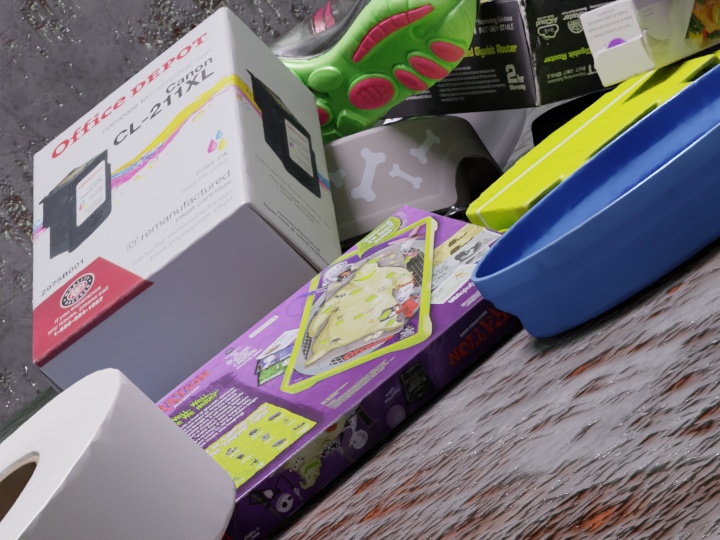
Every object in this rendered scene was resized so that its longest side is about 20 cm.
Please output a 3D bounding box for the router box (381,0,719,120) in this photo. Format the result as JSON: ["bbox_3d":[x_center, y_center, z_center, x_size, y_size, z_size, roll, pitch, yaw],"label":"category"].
[{"bbox_3d":[0.111,-0.133,1.599,0.149,0.063,0.200,-14,6,-25],"label":"router box"}]

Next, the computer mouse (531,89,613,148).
[{"bbox_3d":[0.156,-0.095,1.628,0.058,0.034,0.200,-12,11,34],"label":"computer mouse"}]

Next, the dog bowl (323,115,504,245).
[{"bbox_3d":[-0.009,-0.028,1.599,0.199,0.059,0.200,-21,-10,-4],"label":"dog bowl"}]

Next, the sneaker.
[{"bbox_3d":[0.000,-0.123,1.555,0.199,0.077,0.084,-19,27,43],"label":"sneaker"}]

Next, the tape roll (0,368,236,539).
[{"bbox_3d":[-0.144,0.136,1.148,0.202,0.071,0.203,-44,12,12],"label":"tape roll"}]

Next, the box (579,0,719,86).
[{"bbox_3d":[0.194,-0.142,1.434,0.199,0.039,0.041,-24,7,-41],"label":"box"}]

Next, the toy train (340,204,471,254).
[{"bbox_3d":[0.000,0.000,1.499,0.199,0.034,0.046,-17,-6,-2],"label":"toy train"}]

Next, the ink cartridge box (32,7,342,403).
[{"bbox_3d":[-0.094,-0.024,1.451,0.145,0.083,0.200,-37,31,17],"label":"ink cartridge box"}]

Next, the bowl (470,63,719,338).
[{"bbox_3d":[0.136,-0.042,1.183,0.200,0.039,0.201,-37,5,3],"label":"bowl"}]

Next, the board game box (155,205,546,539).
[{"bbox_3d":[-0.015,0.045,1.279,0.200,0.032,0.120,-39,32,-21],"label":"board game box"}]

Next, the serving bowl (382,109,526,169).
[{"bbox_3d":[0.059,-0.084,1.837,0.201,0.066,0.200,-57,8,12],"label":"serving bowl"}]

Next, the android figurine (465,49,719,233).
[{"bbox_3d":[0.120,-0.052,1.387,0.182,0.041,0.200,-39,5,-12],"label":"android figurine"}]

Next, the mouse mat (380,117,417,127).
[{"bbox_3d":[-0.007,-0.031,1.797,0.162,0.008,0.200,-60,8,-8],"label":"mouse mat"}]
